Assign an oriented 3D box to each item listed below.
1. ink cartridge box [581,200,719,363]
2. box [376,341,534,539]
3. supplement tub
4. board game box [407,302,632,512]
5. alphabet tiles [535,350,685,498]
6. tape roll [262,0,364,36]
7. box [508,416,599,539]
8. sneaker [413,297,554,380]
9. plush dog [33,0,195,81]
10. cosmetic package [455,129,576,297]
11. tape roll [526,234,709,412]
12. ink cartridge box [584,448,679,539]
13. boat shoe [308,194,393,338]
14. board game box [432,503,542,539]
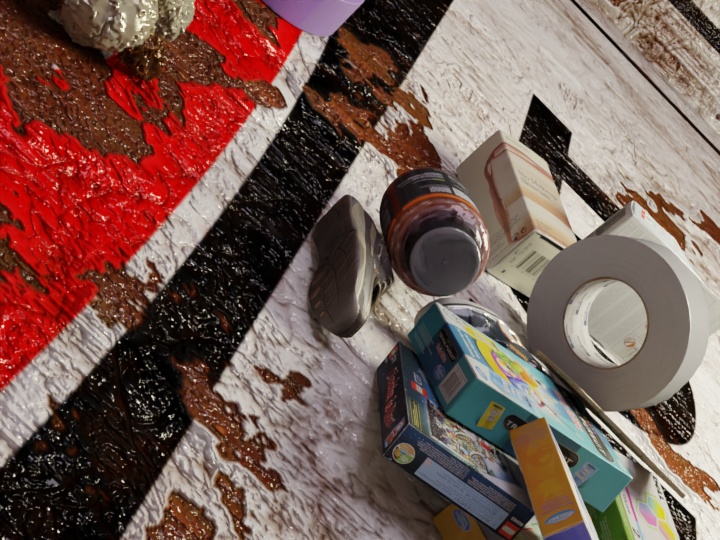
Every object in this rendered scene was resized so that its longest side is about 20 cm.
[{"bbox_3d":[0.357,0.028,1.741,0.200,0.162,0.050,40,28,-16],"label":"ink cartridge box"},{"bbox_3d":[0.081,0.148,1.216,0.136,0.038,0.200,35,13,-10],"label":"box"},{"bbox_3d":[0.076,-0.037,1.410,0.107,0.107,0.200,41,11,-13],"label":"supplement tub"},{"bbox_3d":[0.149,0.127,1.280,0.200,0.047,0.151,33,14,-24],"label":"board game box"},{"bbox_3d":[0.247,0.148,1.418,0.167,0.008,0.200,44,1,-16],"label":"alphabet tiles"},{"bbox_3d":[-0.087,-0.400,1.761,0.200,0.066,0.200,37,27,-22],"label":"tape roll"},{"bbox_3d":[0.175,0.219,1.124,0.200,0.041,0.119,-103,168,-69],"label":"box"},{"bbox_3d":[0.140,0.102,1.394,0.200,0.078,0.079,34,23,-30],"label":"sneaker"},{"bbox_3d":[-0.231,-0.282,1.305,0.200,0.160,0.172,34,52,-27],"label":"plush dog"},{"bbox_3d":[0.201,-0.072,1.723,0.103,0.087,0.200,28,32,-33],"label":"cosmetic package"},{"bbox_3d":[0.293,0.060,1.551,0.066,0.200,0.200,3,50,-56],"label":"tape roll"},{"bbox_3d":[0.296,0.283,1.387,0.200,0.076,0.148,31,31,-30],"label":"ink cartridge box"},{"bbox_3d":[0.000,0.000,1.325,0.073,0.074,0.200,36,29,-22],"label":"boat shoe"},{"bbox_3d":[0.163,0.294,1.205,0.153,0.040,0.200,11,44,-52],"label":"board game box"}]
